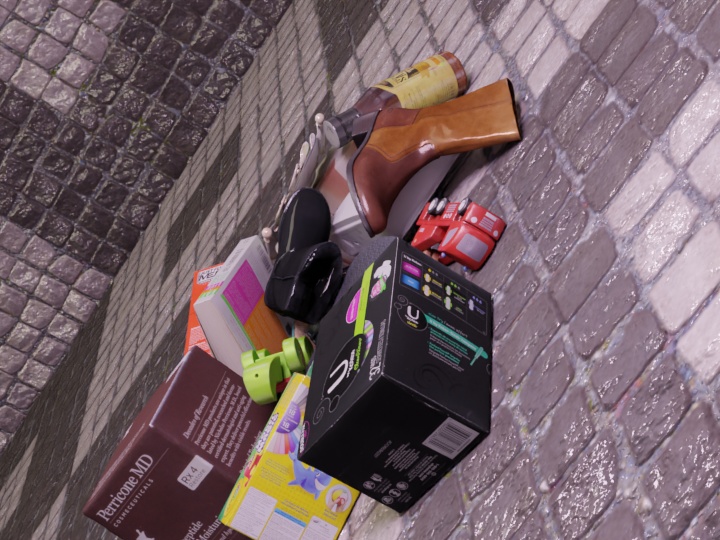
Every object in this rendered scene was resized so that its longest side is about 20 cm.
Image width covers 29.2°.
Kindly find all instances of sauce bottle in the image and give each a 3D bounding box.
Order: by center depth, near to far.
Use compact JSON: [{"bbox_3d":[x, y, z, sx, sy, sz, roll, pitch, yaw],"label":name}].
[{"bbox_3d":[0.044,-0.220,1.799,0.199,0.066,0.066,-29,6,-21],"label":"sauce bottle"}]

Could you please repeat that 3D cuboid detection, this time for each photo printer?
[{"bbox_3d":[0.051,-0.117,1.724,0.200,0.069,0.166,-56,12,-16],"label":"photo printer"}]

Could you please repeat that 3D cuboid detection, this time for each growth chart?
[{"bbox_3d":[-0.083,-0.107,1.798,0.145,0.018,0.201,97,-165,-68],"label":"growth chart"}]

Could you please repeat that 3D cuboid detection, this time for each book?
[{"bbox_3d":[-0.137,0.053,1.713,0.048,0.134,0.200,-18,17,20],"label":"book"}]

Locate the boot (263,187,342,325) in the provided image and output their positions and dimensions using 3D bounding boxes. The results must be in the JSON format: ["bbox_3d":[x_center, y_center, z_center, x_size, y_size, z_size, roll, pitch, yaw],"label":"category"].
[{"bbox_3d":[-0.062,-0.022,1.624,0.200,0.065,0.166,174,108,-81],"label":"boot"}]

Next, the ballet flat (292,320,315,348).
[{"bbox_3d":[-0.048,0.063,1.764,0.067,0.068,0.200,-25,29,13],"label":"ballet flat"}]

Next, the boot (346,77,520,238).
[{"bbox_3d":[0.089,-0.129,1.586,0.199,0.069,0.189,-11,40,16],"label":"boot"}]

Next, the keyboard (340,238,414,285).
[{"bbox_3d":[0.000,0.000,1.701,0.127,0.021,0.200,-27,2,-27],"label":"keyboard"}]

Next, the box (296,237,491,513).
[{"bbox_3d":[0.037,0.099,1.339,0.149,0.124,0.200,-48,21,34],"label":"box"}]

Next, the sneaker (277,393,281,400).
[{"bbox_3d":[-0.126,0.184,1.783,0.075,0.076,0.201,-37,44,27],"label":"sneaker"}]

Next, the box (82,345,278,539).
[{"bbox_3d":[-0.169,0.231,1.556,0.166,0.200,0.164,-51,10,30],"label":"box"}]

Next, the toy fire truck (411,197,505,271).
[{"bbox_3d":[0.077,-0.008,1.533,0.141,0.049,0.200,-62,17,-6],"label":"toy fire truck"}]

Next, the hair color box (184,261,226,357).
[{"bbox_3d":[-0.169,0.098,1.744,0.061,0.102,0.201,-17,48,21],"label":"hair color box"}]

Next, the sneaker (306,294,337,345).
[{"bbox_3d":[-0.024,0.089,1.608,0.074,0.081,0.200,-55,17,18],"label":"sneaker"}]

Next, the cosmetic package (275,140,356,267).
[{"bbox_3d":[-0.023,-0.091,1.879,0.200,0.103,0.087,-56,16,17],"label":"cosmetic package"}]

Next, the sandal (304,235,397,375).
[{"bbox_3d":[-0.001,0.052,1.529,0.201,0.043,0.076,-62,30,8],"label":"sandal"}]

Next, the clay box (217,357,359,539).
[{"bbox_3d":[-0.050,0.197,1.443,0.201,0.115,0.048,-62,16,-10],"label":"clay box"}]

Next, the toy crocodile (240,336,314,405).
[{"bbox_3d":[-0.090,0.114,1.584,0.067,0.062,0.200,-17,-3,7],"label":"toy crocodile"}]
